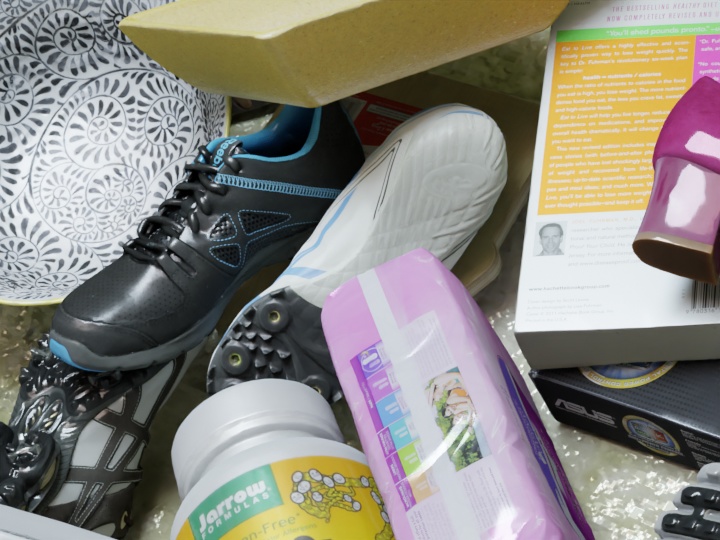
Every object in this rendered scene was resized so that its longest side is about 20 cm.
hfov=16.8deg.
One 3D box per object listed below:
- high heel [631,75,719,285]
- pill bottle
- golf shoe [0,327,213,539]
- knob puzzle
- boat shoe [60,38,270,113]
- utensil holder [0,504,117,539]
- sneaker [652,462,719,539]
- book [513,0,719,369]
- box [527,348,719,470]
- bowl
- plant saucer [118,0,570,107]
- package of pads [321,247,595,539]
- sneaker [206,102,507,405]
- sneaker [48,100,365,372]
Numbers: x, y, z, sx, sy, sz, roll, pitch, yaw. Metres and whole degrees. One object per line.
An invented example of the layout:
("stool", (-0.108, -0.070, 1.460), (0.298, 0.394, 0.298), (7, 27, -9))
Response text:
("high heel", (0.224, -0.028, 1.083), (0.198, 0.068, 0.097), (17, 67, 12))
("pill bottle", (-0.025, 0.149, 1.123), (0.112, 0.113, 0.201), (-27, 46, 6))
("golf shoe", (-0.141, 0.088, 1.254), (0.077, 0.095, 0.200), (17, 49, 39))
("knob puzzle", (-0.002, -0.018, 1.301), (0.218, 0.031, 0.221), (-15, 49, 18))
("boat shoe", (-0.110, -0.136, 1.423), (0.198, 0.076, 0.072), (-4, 39, 19))
("utensil holder", (-0.173, 0.208, 1.068), (0.169, 0.170, 0.202), (14, 86, 34))
("sneaker", (0.155, 0.158, 1.044), (0.075, 0.081, 0.201), (14, 65, 50))
("book", (0.151, -0.049, 1.178), (0.132, 0.048, 0.201), (-3, 53, 20))
("box", (0.203, 0.024, 1.152), (0.199, 0.044, 0.161), (18, 63, 36))
("bowl", (-0.155, -0.059, 1.354), (0.199, 0.094, 0.203), (-5, 68, 12))
("plant saucer", (0.001, -0.129, 1.250), (0.199, 0.049, 0.200), (-20, 16, -23))
("package of pads", (0.053, 0.098, 1.117), (0.075, 0.121, 0.201), (-30, 46, 9))
("sneaker", (0.000, 0.000, 1.229), (0.200, 0.072, 0.072), (-48, 6, 0))
("sneaker", (-0.081, -0.023, 1.236), (0.199, 0.082, 0.073), (-35, 42, -27))
